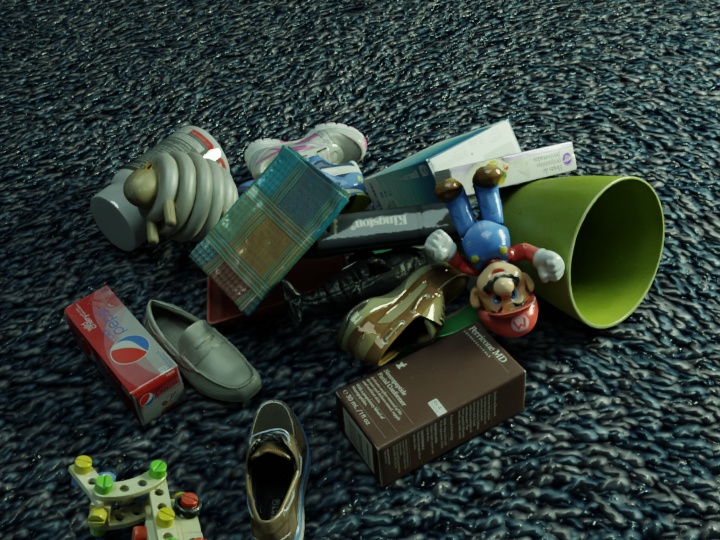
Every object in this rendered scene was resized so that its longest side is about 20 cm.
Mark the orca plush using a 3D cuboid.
[{"bbox_3d":[0.000,0.000,1.092,0.198,0.071,0.106,-6,52,-13],"label":"orca plush"}]

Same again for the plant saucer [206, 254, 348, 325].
[{"bbox_3d":[-0.114,-0.012,1.221,0.198,0.037,0.201,-17,42,5],"label":"plant saucer"}]

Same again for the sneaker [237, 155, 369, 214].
[{"bbox_3d":[-0.088,-0.125,1.326,0.198,0.074,0.083,-1,65,-5],"label":"sneaker"}]

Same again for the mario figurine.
[{"bbox_3d":[0.155,-0.020,1.025,0.105,0.202,0.123,-12,-10,-46],"label":"mario figurine"}]

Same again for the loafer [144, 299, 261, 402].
[{"bbox_3d":[-0.204,0.099,1.104,0.199,0.070,0.070,25,50,31],"label":"loafer"}]

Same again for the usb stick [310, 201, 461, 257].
[{"bbox_3d":[0.034,-0.053,1.109,0.198,0.033,0.056,-7,68,3],"label":"usb stick"}]

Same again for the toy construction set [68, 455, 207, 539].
[{"bbox_3d":[-0.225,0.276,0.891,0.130,0.092,0.201,5,44,-25],"label":"toy construction set"}]

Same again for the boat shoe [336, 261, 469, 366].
[{"bbox_3d":[0.062,0.057,1.038,0.199,0.076,0.074,-29,56,-35],"label":"boat shoe"}]

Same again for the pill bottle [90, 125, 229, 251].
[{"bbox_3d":[-0.304,-0.125,1.337,0.113,0.115,0.200,23,49,30],"label":"pill bottle"}]

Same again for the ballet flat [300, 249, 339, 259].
[{"bbox_3d":[-0.117,-0.042,1.176,0.198,0.073,0.073,-9,40,15],"label":"ballet flat"}]

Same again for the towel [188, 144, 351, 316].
[{"bbox_3d":[-0.118,-0.056,1.123,0.200,0.022,0.146,-49,53,-3],"label":"towel"}]

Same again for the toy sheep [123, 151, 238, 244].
[{"bbox_3d":[-0.238,-0.099,1.232,0.199,0.139,0.138,13,25,-41],"label":"toy sheep"}]

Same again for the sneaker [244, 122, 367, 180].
[{"bbox_3d":[-0.085,-0.168,1.390,0.198,0.082,0.089,-14,42,5],"label":"sneaker"}]

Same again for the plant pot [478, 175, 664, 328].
[{"bbox_3d":[0.253,-0.043,1.142,0.186,0.188,0.199,-33,32,-27],"label":"plant pot"}]

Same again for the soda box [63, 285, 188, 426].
[{"bbox_3d":[-0.300,0.104,1.118,0.070,0.064,0.200,-31,47,-25],"label":"soda box"}]

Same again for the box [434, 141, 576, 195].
[{"bbox_3d":[0.189,-0.129,1.140,0.198,0.039,0.041,-15,7,-26],"label":"box"}]

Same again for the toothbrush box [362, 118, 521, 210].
[{"bbox_3d":[0.115,-0.131,1.237,0.146,0.086,0.200,-29,11,-24],"label":"toothbrush box"}]

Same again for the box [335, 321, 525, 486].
[{"bbox_3d":[0.081,0.150,1.007,0.199,0.075,0.100,-24,44,-21],"label":"box"}]

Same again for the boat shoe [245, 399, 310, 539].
[{"bbox_3d":[-0.091,0.211,0.960,0.071,0.073,0.201,-9,41,-3],"label":"boat shoe"}]

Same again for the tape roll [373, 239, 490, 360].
[{"bbox_3d":[0.081,0.032,1.156,0.198,0.048,0.201,-4,42,4],"label":"tape roll"}]
